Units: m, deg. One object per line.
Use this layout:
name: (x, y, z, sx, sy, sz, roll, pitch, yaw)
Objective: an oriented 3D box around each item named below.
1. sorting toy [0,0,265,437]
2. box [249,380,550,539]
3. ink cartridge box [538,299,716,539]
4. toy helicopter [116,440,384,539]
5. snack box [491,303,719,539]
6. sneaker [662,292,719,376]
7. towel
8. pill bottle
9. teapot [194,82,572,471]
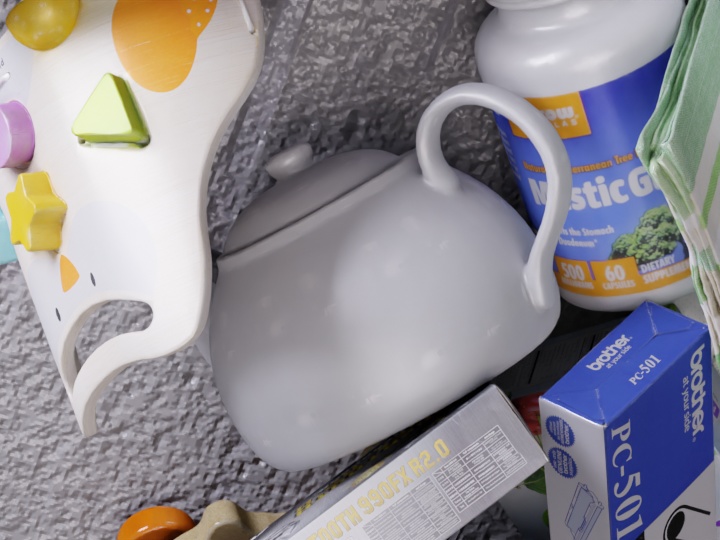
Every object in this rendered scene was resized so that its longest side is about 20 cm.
sorting toy: (-0.123, -0.024, 1.148, 0.106, 0.181, 0.200, 1, 153, -34)
box: (-0.002, 0.132, 1.227, 0.200, 0.158, 0.048, -37, 90, 0)
ink cartridge box: (0.142, 0.124, 1.252, 0.094, 0.044, 0.201, -38, 136, -35)
toy helicopter: (-0.032, 0.160, 1.355, 0.200, 0.079, 0.132, -36, 129, 16)
snack box: (0.157, 0.123, 1.349, 0.142, 0.053, 0.200, -17, 121, 32)
sneaker: (0.230, 0.056, 1.343, 0.200, 0.080, 0.070, 40, 106, -21)
towel: (0.189, -0.023, 1.210, 0.023, 0.153, 0.201, -9, 124, 27)
pill bottle: (0.123, -0.090, 1.240, 0.111, 0.112, 0.201, -21, 117, 2)
teapot: (0.000, 0.000, 1.237, 0.199, 0.197, 0.147, -28, 95, -12)
